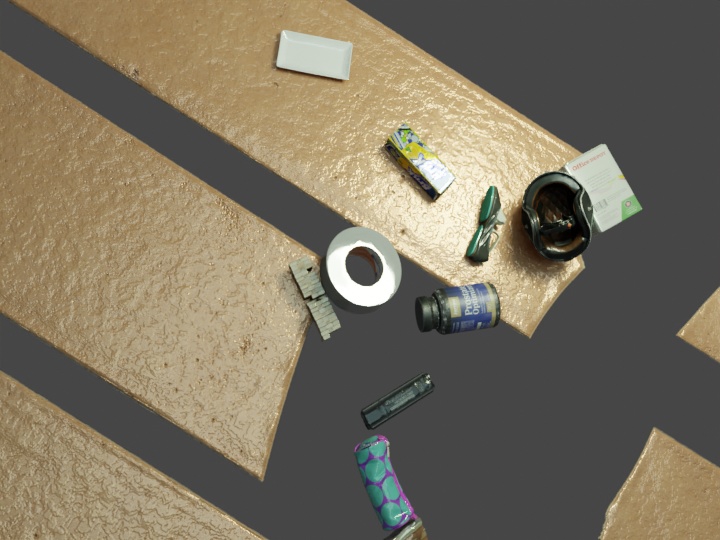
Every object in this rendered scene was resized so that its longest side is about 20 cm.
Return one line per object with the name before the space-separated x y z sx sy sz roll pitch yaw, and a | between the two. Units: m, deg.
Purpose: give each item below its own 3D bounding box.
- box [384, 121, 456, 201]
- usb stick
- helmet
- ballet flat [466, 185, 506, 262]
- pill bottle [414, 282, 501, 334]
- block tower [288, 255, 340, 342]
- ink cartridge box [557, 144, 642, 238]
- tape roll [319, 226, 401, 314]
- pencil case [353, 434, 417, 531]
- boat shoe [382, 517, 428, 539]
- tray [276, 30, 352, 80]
box | 0.156 -0.282 1.779 0.070 0.064 0.200 -42 86 -14
usb stick | 0.091 0.317 1.661 0.197 0.033 0.056 -29 76 -12
helmet | 0.498 -0.144 1.732 0.194 0.203 0.194 10 43 -5
ballet flat | 0.334 -0.115 1.773 0.067 0.068 0.205 20 86 -13
pill bottle | 0.238 0.097 1.686 0.194 0.112 0.115 -8 79 -10
block tower | -0.111 0.069 1.673 0.057 0.054 0.204 -23 83 -11
ink cartridge box | 0.628 -0.210 1.818 0.143 0.088 0.204 -26 84 -13
tape roll | 0.000 0.000 1.674 0.194 0.066 0.206 8 67 -18
pencil case | 0.055 0.492 1.591 0.091 0.085 0.205 -24 82 17
boat shoe | 0.073 0.652 1.568 0.197 0.076 0.073 -33 86 -11
tray | -0.122 -0.571 1.822 0.194 0.022 0.111 9 78 -6
